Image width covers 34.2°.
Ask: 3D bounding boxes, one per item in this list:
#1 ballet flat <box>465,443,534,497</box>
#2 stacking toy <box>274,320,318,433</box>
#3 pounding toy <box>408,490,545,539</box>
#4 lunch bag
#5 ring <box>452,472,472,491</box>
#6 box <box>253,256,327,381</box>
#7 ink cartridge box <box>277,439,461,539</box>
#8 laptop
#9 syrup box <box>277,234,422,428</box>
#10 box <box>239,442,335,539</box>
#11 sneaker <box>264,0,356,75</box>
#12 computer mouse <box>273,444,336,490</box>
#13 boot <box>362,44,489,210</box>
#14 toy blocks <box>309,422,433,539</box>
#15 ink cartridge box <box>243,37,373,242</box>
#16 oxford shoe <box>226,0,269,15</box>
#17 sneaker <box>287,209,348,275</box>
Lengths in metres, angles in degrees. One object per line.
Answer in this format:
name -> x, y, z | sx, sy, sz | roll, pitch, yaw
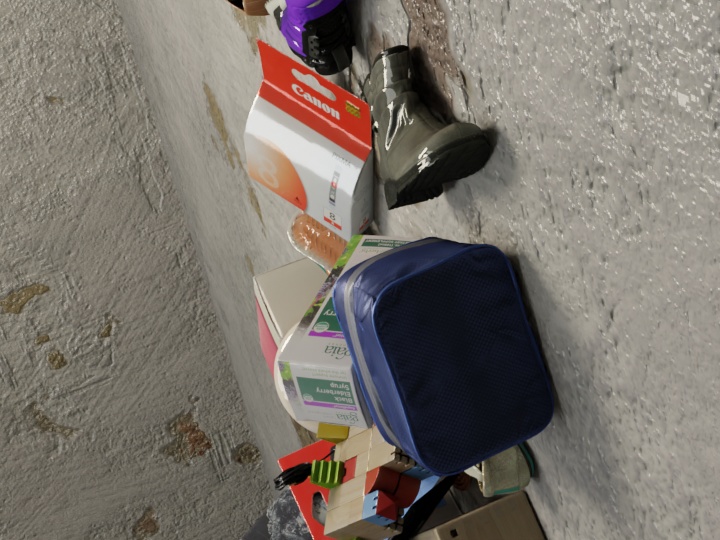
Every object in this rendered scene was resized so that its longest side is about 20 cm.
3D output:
ballet flat -> 0.100, 0.143, 1.157 | 0.200, 0.062, 0.068 | -125, 19, -48
stacking toy -> -0.011, 0.110, 1.419 | 0.200, 0.146, 0.147 | -26, -85, -75
pounding toy -> 0.120, 0.350, 1.216 | 0.200, 0.142, 0.185 | 116, 133, -72
lunch bag -> 0.069, 0.074, 1.010 | 0.132, 0.135, 0.201 | -159, 50, -71
ring -> 0.079, 0.167, 1.381 | 0.200, 0.019, 0.201 | 159, 90, -76
box -> -0.066, 0.080, 1.598 | 0.200, 0.127, 0.109 | 92, 155, -58
ink cartridge box -> 0.008, 0.273, 1.484 | 0.045, 0.176, 0.200 | 84, 160, -51
laptop -> 0.011, 0.272, 1.331 | 0.116, 0.188, 0.200 | 37, -160, 16
syrup box -> 0.001, 0.055, 1.137 | 0.200, 0.078, 0.082 | -59, -37, -46
box -> -0.016, 0.358, 1.523 | 0.196, 0.200, 0.118 | 31, 150, 24
sneaker -> -0.034, -0.241, 1.131 | 0.100, 0.069, 0.200 | 64, 172, -7
computer mouse -> -0.025, 0.213, 1.301 | 0.059, 0.200, 0.034 | -24, 85, 40
boot -> 0.041, -0.131, 0.990 | 0.200, 0.067, 0.131 | 151, 104, -76
toy blocks -> 0.027, 0.194, 1.212 | 0.137, 0.100, 0.201 | -35, 39, 50
ink cartridge box -> -0.059, -0.137, 1.280 | 0.162, 0.050, 0.200 | 34, 155, 22
oxford shoe -> -0.140, -0.349, 1.378 | 0.200, 0.071, 0.072 | -127, 19, -56
sneaker -> 0.000, 0.000, 1.366 | 0.200, 0.071, 0.080 | 47, -168, 31
